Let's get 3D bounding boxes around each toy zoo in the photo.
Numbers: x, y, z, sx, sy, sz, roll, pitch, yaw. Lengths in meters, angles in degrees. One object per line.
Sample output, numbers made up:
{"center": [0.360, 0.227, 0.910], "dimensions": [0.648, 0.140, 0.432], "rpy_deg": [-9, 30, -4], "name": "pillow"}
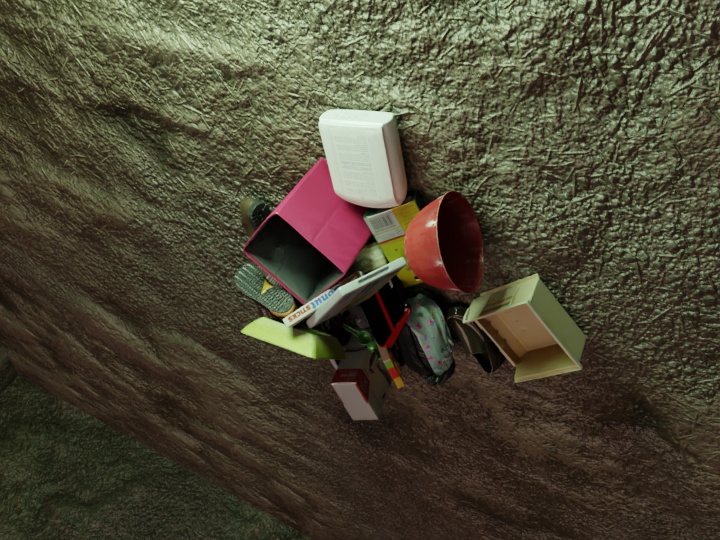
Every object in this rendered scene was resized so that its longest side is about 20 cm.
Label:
{"center": [0.069, 0.211, 1.695], "dimensions": [0.020, 0.133, 0.201], "rpy_deg": [-22, 144, 3], "name": "toy zoo"}

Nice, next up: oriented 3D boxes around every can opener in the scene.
{"center": [-0.005, 0.104, 1.688], "dimensions": [0.066, 0.053, 0.200], "rpy_deg": [-33, 139, 13], "name": "can opener"}

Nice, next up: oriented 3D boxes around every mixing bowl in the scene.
{"center": [0.155, -0.048, 1.334], "dimensions": [0.107, 0.201, 0.202], "rpy_deg": [-9, 126, 35], "name": "mixing bowl"}

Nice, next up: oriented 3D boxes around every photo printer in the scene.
{"center": [0.009, -0.220, 1.362], "dimensions": [0.164, 0.070, 0.202], "rpy_deg": [11, 132, 31], "name": "photo printer"}

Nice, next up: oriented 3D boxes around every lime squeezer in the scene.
{"center": [0.015, 0.176, 1.711], "dimensions": [0.199, 0.038, 0.071], "rpy_deg": [37, 176, 44], "name": "lime squeezer"}

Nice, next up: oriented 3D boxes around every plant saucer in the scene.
{"center": [-0.147, 0.154, 1.569], "dimensions": [0.197, 0.049, 0.199], "rpy_deg": [16, 178, 21], "name": "plant saucer"}

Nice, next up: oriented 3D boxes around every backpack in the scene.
{"center": [0.144, 0.159, 1.617], "dimensions": [0.166, 0.126, 0.202], "rpy_deg": [21, 143, 49], "name": "backpack"}

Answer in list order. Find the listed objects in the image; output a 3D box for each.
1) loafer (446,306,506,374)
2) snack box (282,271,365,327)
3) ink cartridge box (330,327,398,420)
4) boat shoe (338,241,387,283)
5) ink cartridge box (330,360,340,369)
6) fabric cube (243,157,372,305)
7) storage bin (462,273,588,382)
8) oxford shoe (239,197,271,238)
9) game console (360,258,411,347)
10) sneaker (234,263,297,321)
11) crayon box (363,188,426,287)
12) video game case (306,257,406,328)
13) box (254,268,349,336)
{"center": [0.272, 0.166, 1.587], "dimensions": [0.200, 0.072, 0.073], "rpy_deg": [46, 141, -15], "name": "loafer"}
{"center": [-0.076, 0.063, 1.478], "dimensions": [0.025, 0.198, 0.072], "rpy_deg": [58, -175, 7], "name": "snack box"}
{"center": [0.016, 0.269, 1.778], "dimensions": [0.082, 0.201, 0.148], "rpy_deg": [-8, 127, 30], "name": "ink cartridge box"}
{"center": [0.000, 0.000, 1.555], "dimensions": [0.200, 0.071, 0.066], "rpy_deg": [-39, 74, 54], "name": "boat shoe"}
{"center": [-0.083, 0.197, 1.822], "dimensions": [0.200, 0.047, 0.200], "rpy_deg": [43, 160, 54], "name": "ink cartridge box"}
{"center": [-0.105, -0.084, 1.497], "dimensions": [0.199, 0.200, 0.196], "rpy_deg": [41, 143, -10], "name": "fabric cube"}
{"center": [0.356, 0.132, 1.471], "dimensions": [0.200, 0.094, 0.197], "rpy_deg": [47, 140, -16], "name": "storage bin"}
{"center": [-0.258, -0.105, 1.706], "dimensions": [0.084, 0.072, 0.202], "rpy_deg": [30, 143, 33], "name": "oxford shoe"}
{"center": [0.051, 0.060, 1.571], "dimensions": [0.202, 0.031, 0.178], "rpy_deg": [66, 147, 31], "name": "game console"}
{"center": [-0.220, 0.063, 1.584], "dimensions": [0.199, 0.070, 0.090], "rpy_deg": [33, 160, 33], "name": "sneaker"}
{"center": [0.107, -0.065, 1.456], "dimensions": [0.125, 0.051, 0.201], "rpy_deg": [-16, 121, 26], "name": "crayon box"}
{"center": [-0.011, 0.049, 1.466], "dimensions": [0.023, 0.180, 0.200], "rpy_deg": [58, 146, 10], "name": "video game case"}
{"center": [-0.142, 0.060, 1.703], "dimensions": [0.197, 0.165, 0.168], "rpy_deg": [9, 136, 29], "name": "box"}
